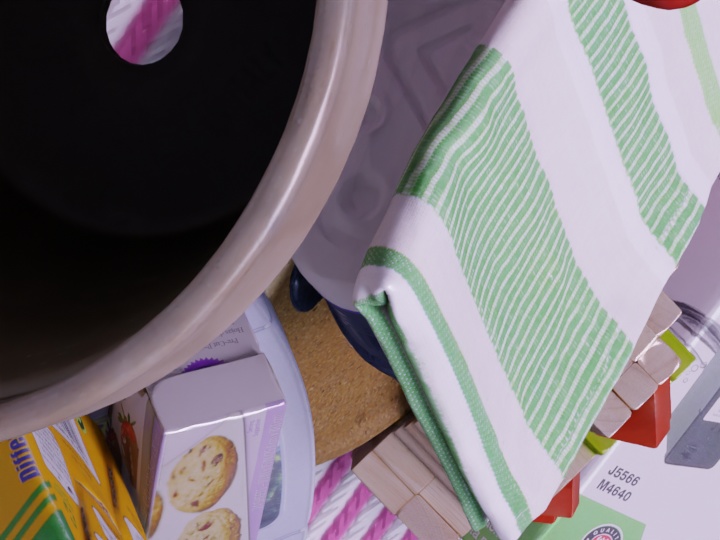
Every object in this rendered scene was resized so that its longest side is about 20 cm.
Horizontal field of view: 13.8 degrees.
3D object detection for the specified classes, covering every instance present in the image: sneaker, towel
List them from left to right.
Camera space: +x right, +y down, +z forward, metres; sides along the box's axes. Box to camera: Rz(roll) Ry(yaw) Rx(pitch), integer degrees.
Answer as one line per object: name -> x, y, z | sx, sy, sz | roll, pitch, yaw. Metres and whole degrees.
sneaker -> 0.047, -0.059, 0.905 | 0.201, 0.080, 0.146 | -68, 155, -11
towel -> 0.071, -0.037, 0.852 | 0.200, 0.023, 0.153 | -56, 147, -20

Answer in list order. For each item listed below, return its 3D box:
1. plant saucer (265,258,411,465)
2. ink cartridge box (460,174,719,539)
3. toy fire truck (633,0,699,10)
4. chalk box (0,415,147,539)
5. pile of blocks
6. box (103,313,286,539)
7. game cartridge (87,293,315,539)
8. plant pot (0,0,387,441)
plant saucer -> 0.000, 0.000, 0.988 | 0.200, 0.035, 0.201 | -35, 150, -24
ink cartridge box -> 0.130, 0.036, 1.139 | 0.145, 0.084, 0.200 | 26, 104, -48
toy fire truck -> 0.032, -0.125, 0.751 | 0.129, 0.176, 0.200 | -45, 166, -7
chalk box -> -0.154, 0.110, 0.780 | 0.199, 0.124, 0.125 | -30, 147, 1
pile of blocks -> 0.067, 0.048, 1.021 | 0.082, 0.062, 0.200 | -48, -174, -29
box -> -0.059, 0.091, 0.899 | 0.041, 0.039, 0.200 | -11, 142, -21
game cartridge -> -0.080, 0.059, 0.908 | 0.133, 0.041, 0.200 | -25, 146, -12
plant pot -> -0.074, -0.062, 0.672 | 0.200, 0.200, 0.173 | -53, 167, 8
